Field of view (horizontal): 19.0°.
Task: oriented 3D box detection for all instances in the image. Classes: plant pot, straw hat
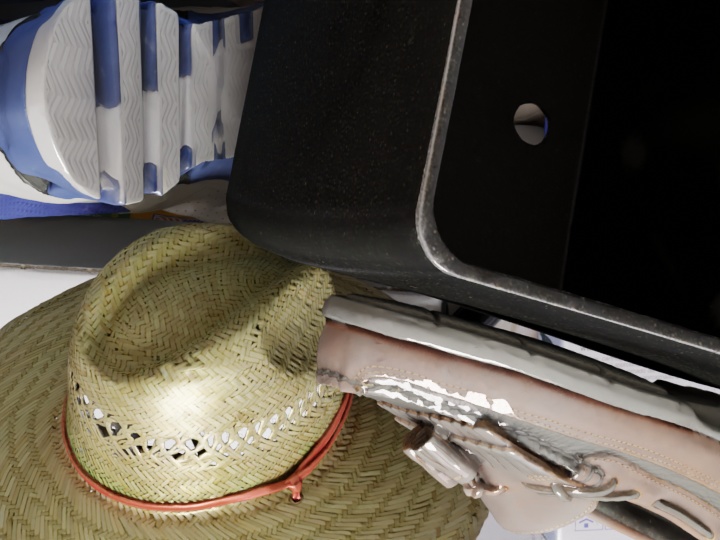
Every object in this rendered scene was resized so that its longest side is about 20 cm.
[{"bbox_3d":[0.069,-0.068,0.641,0.199,0.201,0.177,16,168,-28],"label":"plant pot"},{"bbox_3d":[-0.050,0.032,0.697,0.199,0.202,0.086,3,133,0],"label":"straw hat"}]

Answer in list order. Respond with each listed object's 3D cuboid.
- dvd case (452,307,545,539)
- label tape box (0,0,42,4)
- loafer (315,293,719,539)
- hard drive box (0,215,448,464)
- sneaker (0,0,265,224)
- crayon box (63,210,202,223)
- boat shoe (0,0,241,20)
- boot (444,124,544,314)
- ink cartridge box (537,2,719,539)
[{"bbox_3d":[0.053,0.075,0.824,0.017,0.200,0.144,14,131,35],"label":"dvd case"},{"bbox_3d":[-0.150,-0.138,0.650,0.198,0.067,0.143,-2,158,17],"label":"label tape box"},{"bbox_3d":[0.069,0.058,0.646,0.199,0.063,0.072,17,180,-32],"label":"loafer"},{"bbox_3d":[-0.067,0.064,0.851,0.198,0.157,0.077,4,-162,4],"label":"hard drive box"},{"bbox_3d":[-0.087,-0.055,0.723,0.114,0.081,0.199,2,179,30],"label":"sneaker"},{"bbox_3d":[-0.161,-0.035,0.915,0.198,0.052,0.126,8,157,-10],"label":"crayon box"},{"bbox_3d":[-0.137,-0.075,0.801,0.200,0.075,0.086,3,162,-24],"label":"boat shoe"},{"bbox_3d":[0.000,0.000,0.916,0.198,0.096,0.074,-8,155,26],"label":"boot"},{"bbox_3d":[0.127,0.001,0.799,0.118,0.202,0.042,-1,-167,-11],"label":"ink cartridge box"}]
